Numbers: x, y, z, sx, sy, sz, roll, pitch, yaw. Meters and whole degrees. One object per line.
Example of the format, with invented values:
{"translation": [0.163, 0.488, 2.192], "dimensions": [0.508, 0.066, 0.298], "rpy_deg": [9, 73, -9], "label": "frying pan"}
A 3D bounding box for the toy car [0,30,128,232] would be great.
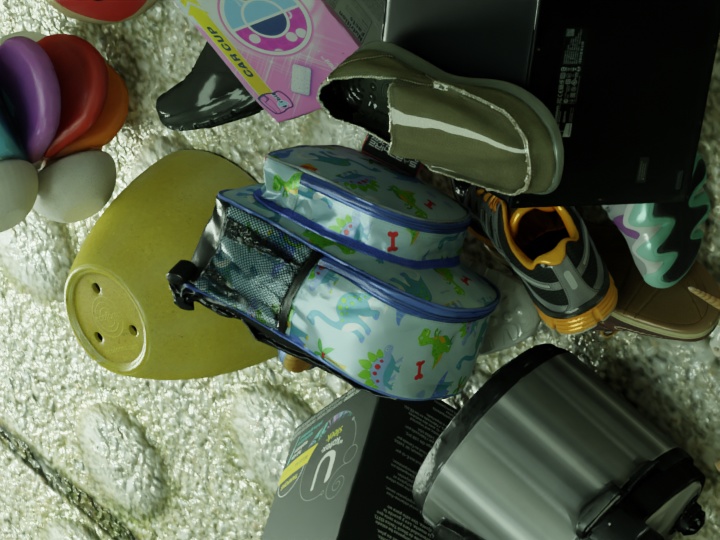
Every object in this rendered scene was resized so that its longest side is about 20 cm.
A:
{"translation": [-0.286, -0.136, 1.978], "dimensions": [0.150, 0.200, 0.175], "rpy_deg": [-42, 67, 43], "label": "toy car"}

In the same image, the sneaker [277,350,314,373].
{"translation": [-0.028, -0.010, 1.866], "dimensions": [0.088, 0.075, 0.200], "rpy_deg": [44, 126, 27], "label": "sneaker"}

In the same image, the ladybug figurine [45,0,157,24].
{"translation": [-0.214, -0.277, 1.918], "dimensions": [0.136, 0.072, 0.200], "rpy_deg": [50, 137, 10], "label": "ladybug figurine"}

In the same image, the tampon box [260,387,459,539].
{"translation": [0.008, 0.210, 1.864], "dimensions": [0.126, 0.200, 0.150], "rpy_deg": [32, 140, -18], "label": "tampon box"}

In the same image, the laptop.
{"translation": [0.124, -0.150, 1.567], "dimensions": [0.116, 0.200, 0.187], "rpy_deg": [-108, 20, -54], "label": "laptop"}

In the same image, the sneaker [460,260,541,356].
{"translation": [0.068, 0.037, 1.798], "dimensions": [0.200, 0.080, 0.076], "rpy_deg": [-7, 78, 43], "label": "sneaker"}

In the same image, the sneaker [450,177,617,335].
{"translation": [0.120, -0.043, 1.689], "dimensions": [0.200, 0.078, 0.077], "rpy_deg": [54, 179, 42], "label": "sneaker"}

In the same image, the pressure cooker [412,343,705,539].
{"translation": [0.161, 0.175, 1.744], "dimensions": [0.200, 0.176, 0.179], "rpy_deg": [41, 127, 18], "label": "pressure cooker"}

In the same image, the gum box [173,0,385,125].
{"translation": [-0.061, -0.203, 1.704], "dimensions": [0.113, 0.066, 0.200], "rpy_deg": [-16, 127, 39], "label": "gum box"}

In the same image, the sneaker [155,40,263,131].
{"translation": [-0.092, -0.170, 1.874], "dimensions": [0.200, 0.076, 0.091], "rpy_deg": [-19, 93, 38], "label": "sneaker"}

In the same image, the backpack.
{"translation": [0.000, 0.000, 1.684], "dimensions": [0.200, 0.183, 0.147], "rpy_deg": [32, 107, 21], "label": "backpack"}

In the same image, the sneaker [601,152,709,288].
{"translation": [0.170, -0.087, 1.669], "dimensions": [0.140, 0.078, 0.200], "rpy_deg": [3, 105, 44], "label": "sneaker"}

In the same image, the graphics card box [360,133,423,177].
{"translation": [0.071, -0.176, 1.665], "dimensions": [0.051, 0.125, 0.200], "rpy_deg": [27, 132, 4], "label": "graphics card box"}

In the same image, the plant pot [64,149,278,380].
{"translation": [-0.167, 0.015, 1.987], "dimensions": [0.200, 0.142, 0.200], "rpy_deg": [22, 126, 33], "label": "plant pot"}

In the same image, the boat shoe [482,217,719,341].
{"translation": [0.183, 0.010, 1.721], "dimensions": [0.200, 0.072, 0.072], "rpy_deg": [21, 156, 32], "label": "boat shoe"}

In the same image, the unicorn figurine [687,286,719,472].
{"translation": [0.304, 0.099, 1.653], "dimensions": [0.200, 0.074, 0.137], "rpy_deg": [28, 121, 11], "label": "unicorn figurine"}

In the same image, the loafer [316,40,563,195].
{"translation": [0.049, -0.093, 1.540], "dimensions": [0.200, 0.070, 0.075], "rpy_deg": [24, 126, 40], "label": "loafer"}
